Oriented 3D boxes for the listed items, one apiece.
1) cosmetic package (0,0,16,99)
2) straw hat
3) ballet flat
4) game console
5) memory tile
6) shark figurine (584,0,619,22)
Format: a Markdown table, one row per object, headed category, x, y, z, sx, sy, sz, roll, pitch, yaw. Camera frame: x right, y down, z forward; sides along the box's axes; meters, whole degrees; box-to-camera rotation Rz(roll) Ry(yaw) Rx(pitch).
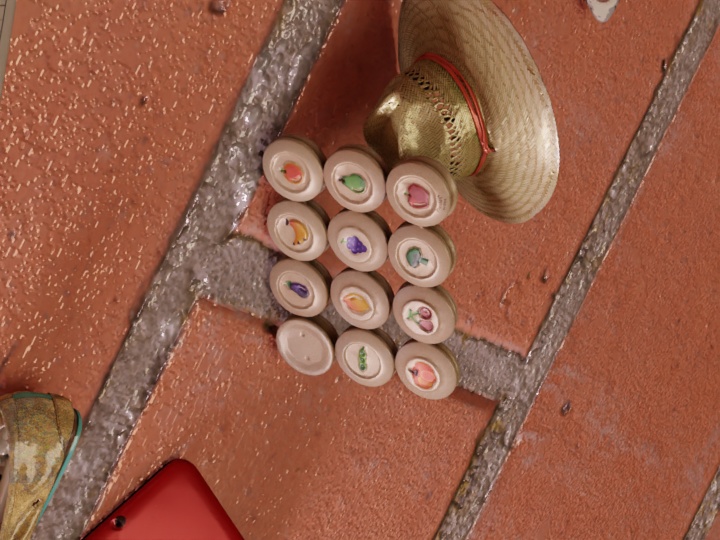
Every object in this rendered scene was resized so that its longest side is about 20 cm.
| category | x | y | z | sx | sy | sz | roll | pitch | yaw |
| --- | --- | --- | --- | --- | --- | --- | --- | --- | --- |
| cosmetic package | -0.255 | -0.110 | 0.963 | 0.103 | 0.087 | 0.202 | -5 | 116 | -47 |
| straw hat | 0.050 | -0.102 | 1.264 | 0.085 | 0.201 | 0.202 | -27 | 131 | -23 |
| ballet flat | -0.244 | 0.171 | 1.174 | 0.070 | 0.070 | 0.202 | 9 | 105 | -52 |
| game console | -0.175 | 0.268 | 1.346 | 0.200 | 0.119 | 0.173 | -41 | 169 | -26 |
| memory tile | 0.000 | 0.000 | 1.286 | 0.017 | 0.152 | 0.202 | -47 | 143 | -48 |
| shark figurine | 0.249 | -0.310 | 1.439 | 0.128 | 0.214 | 0.090 | 50 | 28 | -22 |
